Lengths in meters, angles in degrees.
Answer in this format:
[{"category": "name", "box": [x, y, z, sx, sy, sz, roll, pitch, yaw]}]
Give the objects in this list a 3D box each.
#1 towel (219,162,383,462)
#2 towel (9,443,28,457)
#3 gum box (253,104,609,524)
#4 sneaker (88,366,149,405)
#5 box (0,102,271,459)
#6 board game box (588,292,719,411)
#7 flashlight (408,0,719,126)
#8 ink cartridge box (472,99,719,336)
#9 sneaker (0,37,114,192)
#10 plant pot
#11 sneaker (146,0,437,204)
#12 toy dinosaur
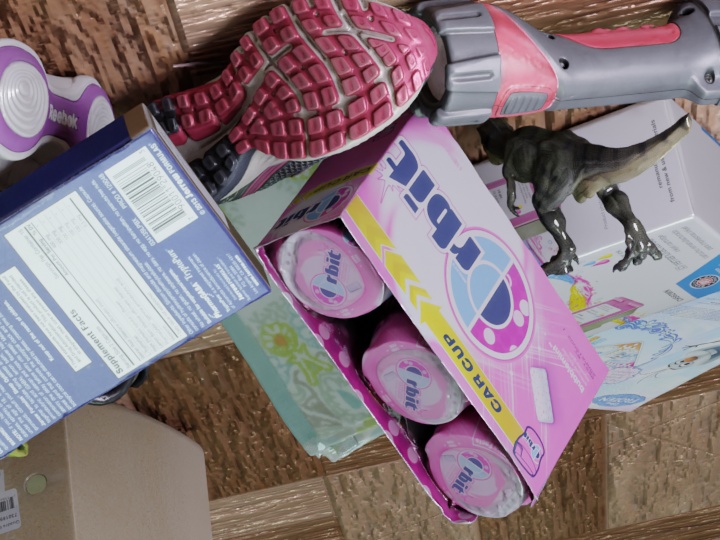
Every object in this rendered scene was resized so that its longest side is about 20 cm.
[{"category": "towel", "box": [0.000, 0.000, 1.647, 0.171, 0.201, 0.048, -24, -159, 22]}, {"category": "towel", "box": [-0.330, 0.114, 1.879, 0.199, 0.023, 0.143, -9, 165, 27]}, {"category": "gum box", "box": [0.044, 0.027, 1.552, 0.066, 0.200, 0.114, -21, -158, 38]}, {"category": "sneaker", "box": [-0.155, 0.036, 1.602, 0.076, 0.084, 0.200, -9, 170, -5]}, {"category": "box", "box": [-0.159, 0.016, 1.470, 0.199, 0.032, 0.121, -32, 124, 5]}, {"category": "board game box", "box": [0.179, 0.037, 1.992, 0.199, 0.044, 0.199, 7, 151, -41]}, {"category": "flashlight", "box": [0.122, -0.117, 1.547, 0.199, 0.068, 0.068, -8, -164, -24]}, {"category": "ink cartridge box", "box": [0.124, -0.018, 1.764, 0.199, 0.085, 0.144, -19, 158, 20]}, {"category": "sneaker", "box": [-0.188, -0.074, 1.499, 0.099, 0.075, 0.200, 2, 164, 18]}, {"category": "plant pot", "box": [-0.221, 0.190, 1.982, 0.199, 0.201, 0.177, -17, 146, 12]}, {"category": "sneaker", "box": [-0.038, -0.090, 1.519, 0.199, 0.081, 0.075, -22, 176, 39]}, {"category": "toy dinosaur", "box": [0.122, -0.042, 1.608, 0.047, 0.089, 0.200, -21, -166, -29]}]
